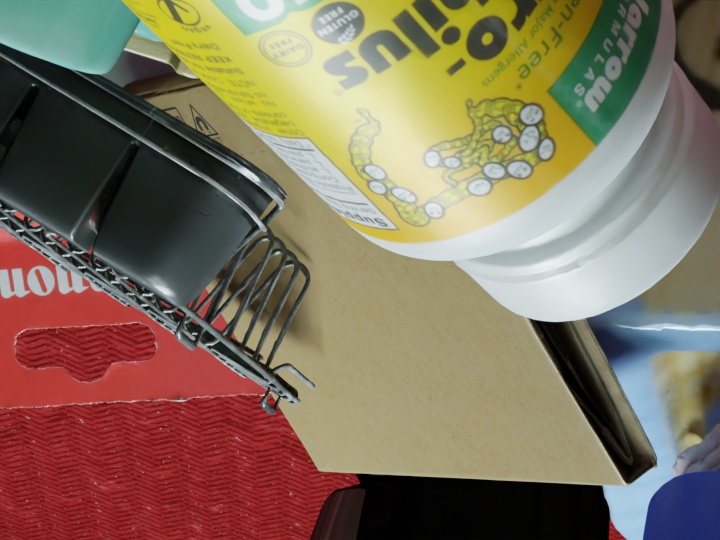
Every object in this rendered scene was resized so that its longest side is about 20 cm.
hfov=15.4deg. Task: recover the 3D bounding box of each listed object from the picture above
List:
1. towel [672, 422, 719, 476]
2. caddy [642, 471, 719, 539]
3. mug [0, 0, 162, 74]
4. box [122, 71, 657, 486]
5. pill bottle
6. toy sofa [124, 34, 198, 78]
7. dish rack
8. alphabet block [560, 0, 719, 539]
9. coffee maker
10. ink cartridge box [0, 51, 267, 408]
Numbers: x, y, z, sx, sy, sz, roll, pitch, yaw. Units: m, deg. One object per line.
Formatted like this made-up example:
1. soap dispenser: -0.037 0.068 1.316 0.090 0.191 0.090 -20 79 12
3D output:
1. towel: 0.223 0.062 0.845 0.191 0.032 0.200 14 153 -14
2. caddy: 0.161 0.142 0.868 0.141 0.105 0.200 -5 151 24
3. mug: -0.109 -0.141 0.776 0.152 0.115 0.185 29 -173 9
4. box: 0.000 0.000 0.892 0.200 0.021 0.164 -5 119 60
5. pill bottle: 0.014 -0.073 0.709 0.113 0.113 0.200 -12 140 34
6. toy sofa: -0.136 -0.136 0.888 0.200 0.083 0.098 15 -169 -16
7. dish rack: -0.084 -0.019 0.872 0.153 0.055 0.200 31 173 18
8. alphabet block: 0.180 -0.026 0.938 0.195 0.200 0.196 1 153 11
9. coffee maker: 0.071 0.075 1.164 0.192 0.200 0.135 -12 148 34
10. ink cartridge box: -0.123 -0.044 1.004 0.161 0.201 0.050 -4 -174 21
